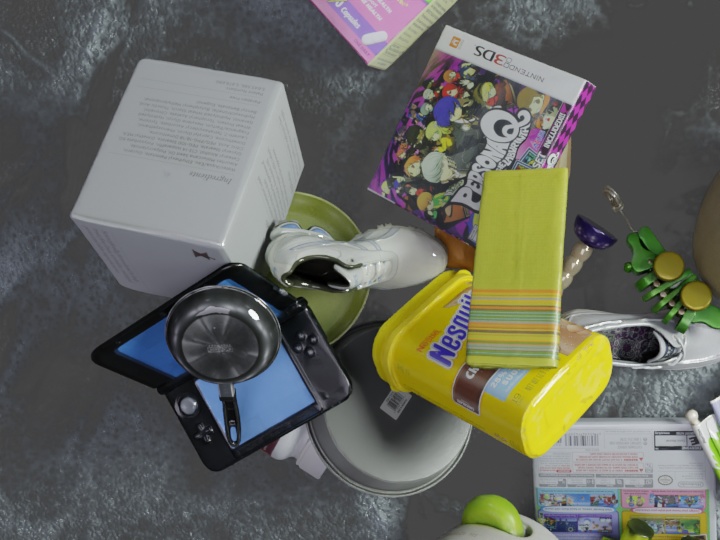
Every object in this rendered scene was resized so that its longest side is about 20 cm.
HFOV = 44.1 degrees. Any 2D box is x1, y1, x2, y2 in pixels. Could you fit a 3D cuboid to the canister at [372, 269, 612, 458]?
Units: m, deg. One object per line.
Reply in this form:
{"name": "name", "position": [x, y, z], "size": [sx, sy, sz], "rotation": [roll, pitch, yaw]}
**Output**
{"name": "canister", "position": [0.132, 0.089, 0.902], "size": [0.200, 0.148, 0.087], "rotation": [24, 144, 44]}

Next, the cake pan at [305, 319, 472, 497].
{"name": "cake pan", "position": [0.038, 0.149, 0.990], "size": [0.200, 0.037, 0.201], "rotation": [4, 74, -14]}

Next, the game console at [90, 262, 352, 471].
{"name": "game console", "position": [-0.140, 0.107, 0.918], "size": [0.200, 0.116, 0.176], "rotation": [-31, 86, 18]}

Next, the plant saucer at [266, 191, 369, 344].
{"name": "plant saucer", "position": [-0.087, 0.007, 1.018], "size": [0.200, 0.031, 0.200], "rotation": [0, 72, 1]}

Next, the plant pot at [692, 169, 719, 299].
{"name": "plant pot", "position": [0.410, -0.031, 0.872], "size": [0.200, 0.200, 0.134], "rotation": [47, 141, 2]}

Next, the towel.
{"name": "towel", "position": [0.151, -0.003, 0.850], "size": [0.086, 0.018, 0.200], "rotation": [1, 71, 21]}

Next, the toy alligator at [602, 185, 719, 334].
{"name": "toy alligator", "position": [0.302, 0.001, 0.921], "size": [0.054, 0.059, 0.200], "rotation": [-40, 75, 5]}

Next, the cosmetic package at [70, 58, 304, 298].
{"name": "cosmetic package", "position": [-0.173, -0.087, 0.948], "size": [0.165, 0.165, 0.200], "rotation": [12, 65, 10]}

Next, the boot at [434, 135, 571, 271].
{"name": "boot", "position": [0.149, -0.096, 0.968], "size": [0.144, 0.071, 0.202], "rotation": [6, 88, 25]}

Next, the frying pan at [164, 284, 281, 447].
{"name": "frying pan", "position": [-0.149, 0.099, 0.889], "size": [0.115, 0.031, 0.190], "rotation": [19, 116, -10]}

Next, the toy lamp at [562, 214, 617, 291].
{"name": "toy lamp", "position": [0.204, 0.035, 0.980], "size": [0.058, 0.058, 0.200], "rotation": [32, 106, 6]}

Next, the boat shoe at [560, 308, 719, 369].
{"name": "boat shoe", "position": [0.308, 0.075, 0.940], "size": [0.200, 0.069, 0.072], "rotation": [9, 105, -6]}

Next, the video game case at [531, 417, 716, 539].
{"name": "video game case", "position": [0.299, 0.257, 1.015], "size": [0.200, 0.022, 0.182], "rotation": [-3, 99, 12]}

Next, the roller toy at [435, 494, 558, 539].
{"name": "roller toy", "position": [0.144, 0.373, 0.980], "size": [0.200, 0.140, 0.183], "rotation": [48, 123, 22]}

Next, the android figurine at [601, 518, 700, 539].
{"name": "android figurine", "position": [0.313, 0.379, 1.008], "size": [0.182, 0.041, 0.200], "rotation": [18, 111, 4]}

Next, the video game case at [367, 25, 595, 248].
{"name": "video game case", "position": [0.122, -0.136, 0.938], "size": [0.181, 0.036, 0.200], "rotation": [33, 101, 32]}

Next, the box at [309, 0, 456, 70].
{"name": "box", "position": [0.030, -0.345, 0.934], "size": [0.200, 0.097, 0.176], "rotation": [-42, 89, 15]}

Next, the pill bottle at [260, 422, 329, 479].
{"name": "pill bottle", "position": [-0.104, 0.147, 1.039], "size": [0.200, 0.114, 0.114], "rotation": [34, 105, 6]}

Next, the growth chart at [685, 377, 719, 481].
{"name": "growth chart", "position": [0.452, 0.150, 0.955], "size": [0.200, 0.018, 0.145], "rotation": [-33, 93, 7]}

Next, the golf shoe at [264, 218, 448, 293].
{"name": "golf shoe", "position": [0.000, 0.000, 0.937], "size": [0.200, 0.097, 0.078], "rotation": [0, 117, -9]}
